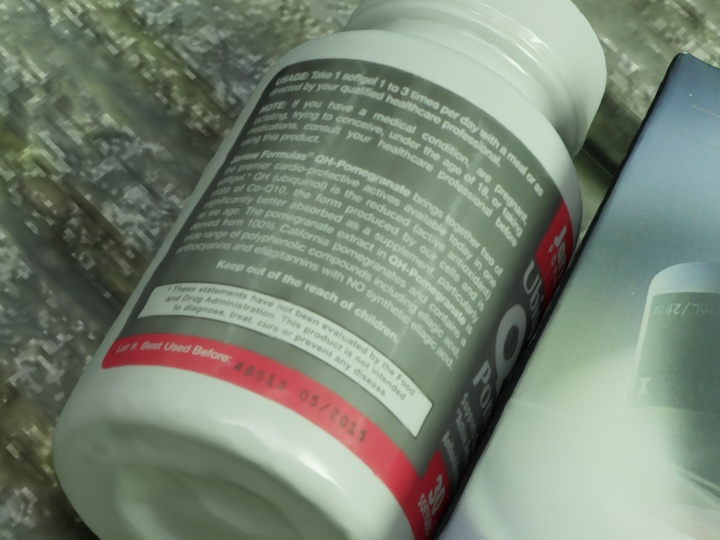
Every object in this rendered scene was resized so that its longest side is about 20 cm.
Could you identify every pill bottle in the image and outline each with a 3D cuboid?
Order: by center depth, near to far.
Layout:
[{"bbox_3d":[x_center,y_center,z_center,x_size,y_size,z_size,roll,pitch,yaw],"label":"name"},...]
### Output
[{"bbox_3d":[0.000,0.000,0.809,0.110,0.111,0.200,25,58,5],"label":"pill bottle"}]

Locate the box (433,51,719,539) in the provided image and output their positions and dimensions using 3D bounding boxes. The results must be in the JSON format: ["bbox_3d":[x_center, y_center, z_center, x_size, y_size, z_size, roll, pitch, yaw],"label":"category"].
[{"bbox_3d":[0.132,0.078,0.781,0.199,0.123,0.199,25,59,5],"label":"box"}]
